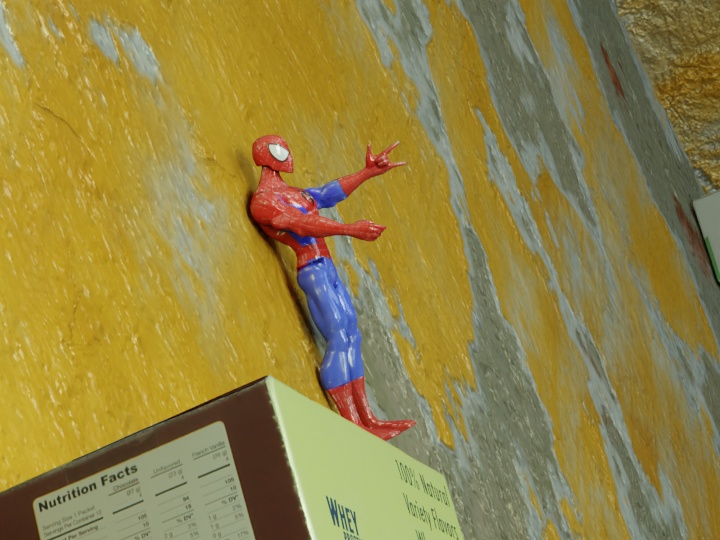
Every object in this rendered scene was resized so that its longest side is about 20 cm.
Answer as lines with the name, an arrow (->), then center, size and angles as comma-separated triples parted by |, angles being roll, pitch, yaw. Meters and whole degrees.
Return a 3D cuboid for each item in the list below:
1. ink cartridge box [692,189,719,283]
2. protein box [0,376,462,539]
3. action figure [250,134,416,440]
ink cartridge box -> 0.550, -0.009, 3.550 | 0.200, 0.084, 0.146 | 49, 23, -51
protein box -> -0.032, 0.178, 1.033 | 0.199, 0.135, 0.200 | 35, 35, -63
action figure -> 0.000, 0.000, 1.542 | 0.200, 0.099, 0.065 | 65, 13, 2
